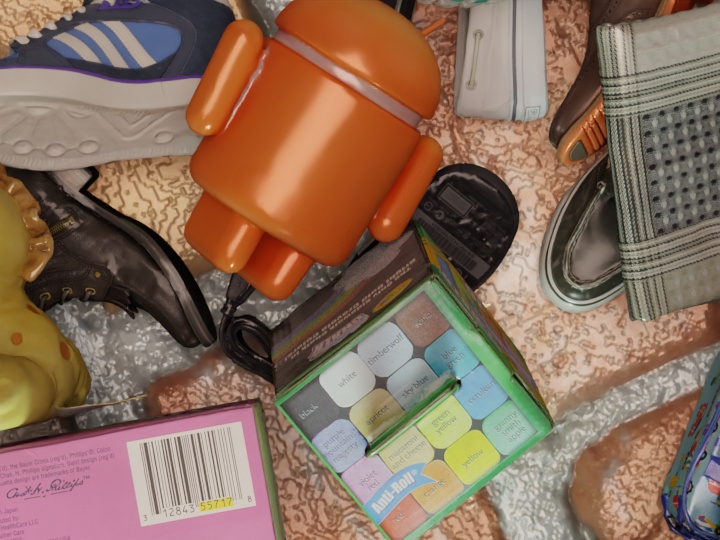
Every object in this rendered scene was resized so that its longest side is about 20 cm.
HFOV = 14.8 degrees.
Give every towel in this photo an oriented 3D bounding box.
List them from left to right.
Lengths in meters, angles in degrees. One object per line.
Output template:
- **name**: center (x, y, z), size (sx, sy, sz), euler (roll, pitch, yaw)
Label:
- **towel**: center (0.245, -0.076, 1.725), size (0.199, 0.034, 0.194), euler (-13, 104, -22)

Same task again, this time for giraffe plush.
- **giraffe plush**: center (-0.240, 0.019, 1.648), size (0.199, 0.172, 0.163), euler (-13, 87, -16)

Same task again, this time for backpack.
- **backpack**: center (0.275, 0.111, 1.688), size (0.134, 0.200, 0.184), euler (24, 89, 0)

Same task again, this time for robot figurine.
- **robot figurine**: center (-0.026, -0.083, 1.676), size (0.143, 0.117, 0.201), euler (32, 93, 7)

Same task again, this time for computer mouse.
- **computer mouse**: center (0.000, 0.000, 1.765), size (0.140, 0.046, 0.201), euler (33, 98, -8)

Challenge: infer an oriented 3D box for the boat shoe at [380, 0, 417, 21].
- **boat shoe**: center (0.003, -0.169, 1.761), size (0.072, 0.063, 0.202), euler (4, 89, -2)

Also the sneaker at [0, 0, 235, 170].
- **sneaker**: center (-0.173, -0.144, 1.733), size (0.198, 0.081, 0.147), euler (-1, 55, -16)

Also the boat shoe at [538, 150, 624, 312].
- **boat shoe**: center (0.183, -0.060, 1.760), size (0.071, 0.064, 0.200), euler (37, 88, 0)

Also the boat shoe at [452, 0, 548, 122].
- **boat shoe**: center (0.081, -0.194, 1.758), size (0.066, 0.074, 0.202), euler (-4, 89, -4)

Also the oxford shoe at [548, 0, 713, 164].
- **oxford shoe**: center (0.169, -0.160, 1.770), size (0.073, 0.071, 0.201), euler (31, 81, 18)

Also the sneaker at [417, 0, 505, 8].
- **sneaker**: center (0.098, -0.215, 1.689), size (0.199, 0.077, 0.092), euler (-11, 79, -31)

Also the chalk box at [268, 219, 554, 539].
- **chalk box**: center (0.029, 0.072, 1.655), size (0.124, 0.200, 0.124), euler (-37, 103, 6)

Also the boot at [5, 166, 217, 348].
- **boot**: center (-0.207, 0.021, 1.757), size (0.174, 0.069, 0.200), euler (-44, 82, 1)

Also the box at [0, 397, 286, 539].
- **box**: center (-0.138, 0.140, 1.680), size (0.175, 0.200, 0.097), euler (-10, 88, -1)
